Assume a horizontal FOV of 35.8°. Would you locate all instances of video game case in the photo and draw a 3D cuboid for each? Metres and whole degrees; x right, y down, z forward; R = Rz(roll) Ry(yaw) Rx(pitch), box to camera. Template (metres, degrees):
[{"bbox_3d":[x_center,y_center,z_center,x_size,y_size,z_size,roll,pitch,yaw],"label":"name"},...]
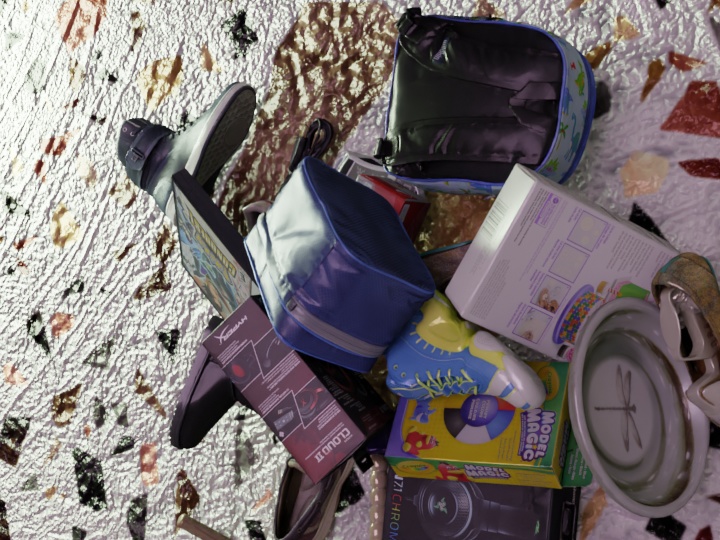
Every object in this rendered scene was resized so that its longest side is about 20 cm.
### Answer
[{"bbox_3d":[-0.157,0.005,1.317,0.200,0.025,0.182,49,155,24],"label":"video game case"}]

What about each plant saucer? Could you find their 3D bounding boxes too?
[{"bbox_3d":[0.249,0.128,1.041,0.050,0.198,0.203,-19,77,48],"label":"plant saucer"}]

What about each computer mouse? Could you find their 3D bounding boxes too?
[{"bbox_3d":[-0.002,-0.096,1.285,0.198,0.044,0.111,27,104,29],"label":"computer mouse"}]

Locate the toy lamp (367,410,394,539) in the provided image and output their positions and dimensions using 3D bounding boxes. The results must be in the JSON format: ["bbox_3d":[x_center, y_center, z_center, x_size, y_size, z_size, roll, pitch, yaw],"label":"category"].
[{"bbox_3d":[0.019,0.256,1.234,0.057,0.058,0.203,-8,73,30],"label":"toy lamp"}]

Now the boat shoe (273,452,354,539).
[{"bbox_3d":[-0.053,0.224,1.285,0.071,0.065,0.203,20,96,32],"label":"boat shoe"}]

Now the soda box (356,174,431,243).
[{"bbox_3d":[0.000,0.000,1.223,0.070,0.063,0.202,30,106,28],"label":"soda box"}]

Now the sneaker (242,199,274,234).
[{"bbox_3d":[-0.093,0.016,1.308,0.074,0.090,0.203,-25,74,27],"label":"sneaker"}]

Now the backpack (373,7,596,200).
[{"bbox_3d":[0.139,-0.164,1.144,0.198,0.146,0.186,10,90,35],"label":"backpack"}]

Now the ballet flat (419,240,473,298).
[{"bbox_3d":[0.138,-0.008,1.188,0.198,0.068,0.068,-21,81,39],"label":"ballet flat"}]

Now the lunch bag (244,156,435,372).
[{"bbox_3d":[-0.032,-0.004,1.105,0.133,0.135,0.201,-50,36,20],"label":"lunch bag"}]

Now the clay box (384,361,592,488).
[{"bbox_3d":[0.131,0.146,1.083,0.197,0.048,0.116,-2,52,27],"label":"clay box"}]

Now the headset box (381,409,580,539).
[{"bbox_3d":[0.132,0.243,1.155,0.198,0.092,0.177,7,91,31],"label":"headset box"}]

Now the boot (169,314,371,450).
[{"bbox_3d":[-0.103,0.162,1.256,0.198,0.066,0.167,22,103,8],"label":"boot"}]

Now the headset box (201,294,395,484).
[{"bbox_3d":[-0.052,0.121,1.135,0.075,0.149,0.200,-42,82,10],"label":"headset box"}]

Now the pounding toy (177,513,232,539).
[{"bbox_3d":[-0.094,0.366,1.232,0.198,0.183,0.144,22,98,30],"label":"pounding toy"}]

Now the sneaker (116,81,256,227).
[{"bbox_3d":[-0.227,-0.178,1.409,0.146,0.077,0.204,42,109,23],"label":"sneaker"}]

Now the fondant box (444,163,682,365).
[{"bbox_3d":[0.201,0.007,1.073,0.146,0.198,0.058,-61,22,13],"label":"fondant box"}]

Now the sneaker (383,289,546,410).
[{"bbox_3d":[0.089,0.099,1.073,0.105,0.076,0.200,-52,41,2],"label":"sneaker"}]

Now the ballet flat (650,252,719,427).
[{"bbox_3d":[0.322,0.084,1.039,0.070,0.071,0.203,-20,93,28],"label":"ballet flat"}]
